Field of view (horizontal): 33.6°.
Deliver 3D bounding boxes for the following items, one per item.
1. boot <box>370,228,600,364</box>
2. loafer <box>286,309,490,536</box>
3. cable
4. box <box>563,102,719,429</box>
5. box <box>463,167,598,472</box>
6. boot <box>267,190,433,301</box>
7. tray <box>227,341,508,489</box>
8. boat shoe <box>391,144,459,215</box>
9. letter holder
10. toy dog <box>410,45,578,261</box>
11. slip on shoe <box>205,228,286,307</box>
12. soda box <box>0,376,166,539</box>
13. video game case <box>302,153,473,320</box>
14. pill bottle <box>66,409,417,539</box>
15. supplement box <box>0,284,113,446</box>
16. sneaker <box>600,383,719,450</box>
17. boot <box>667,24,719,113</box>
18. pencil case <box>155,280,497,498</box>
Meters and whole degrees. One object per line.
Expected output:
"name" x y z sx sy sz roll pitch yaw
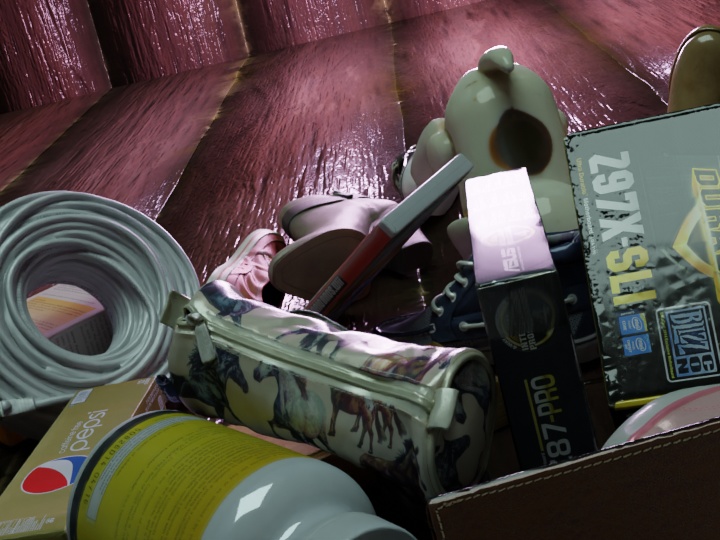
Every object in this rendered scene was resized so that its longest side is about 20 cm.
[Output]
"boot" 0.085 0.021 0.883 0.198 0.091 0.073 -7 20 27
"loafer" 0.008 0.072 0.728 0.072 0.073 0.199 -30 45 -27
"cable" -0.223 0.036 0.929 0.198 0.202 0.069 7 -31 -26
"box" 0.223 -0.009 0.761 0.158 0.049 0.202 -11 61 14
"box" 0.102 0.043 0.704 0.049 0.163 0.200 -11 20 7
"boot" -0.033 -0.029 1.119 0.198 0.071 0.146 -6 23 -37
"tray" -0.010 0.108 0.794 0.198 0.037 0.098 -20 20 -20
"boat shoe" 0.068 -0.101 1.294 0.063 0.072 0.200 -5 12 20
"letter holder" 0.142 0.143 0.515 0.198 0.144 0.101 -16 -13 1
"toy dog" 0.140 -0.063 0.971 0.138 0.195 0.201 -4 50 -14
"slip on shoe" -0.097 0.015 1.094 0.061 0.075 0.200 23 18 2
"soda box" -0.174 0.144 0.757 0.063 0.068 0.200 -10 19 10
"video game case" 0.000 0.000 0.936 0.200 0.017 0.143 -49 -4 38
"pill bottle" -0.059 0.143 0.607 0.111 0.113 0.199 -27 22 -35
"supplement box" -0.254 0.065 1.028 0.199 0.074 0.125 -29 24 -37
"sneaker" 0.212 0.098 0.601 0.199 0.076 0.104 -18 14 -25
"boot" 0.280 -0.103 1.000 0.065 0.177 0.200 9 22 16
"pencil case" -0.018 0.061 0.641 0.198 0.079 0.089 14 -9 35
